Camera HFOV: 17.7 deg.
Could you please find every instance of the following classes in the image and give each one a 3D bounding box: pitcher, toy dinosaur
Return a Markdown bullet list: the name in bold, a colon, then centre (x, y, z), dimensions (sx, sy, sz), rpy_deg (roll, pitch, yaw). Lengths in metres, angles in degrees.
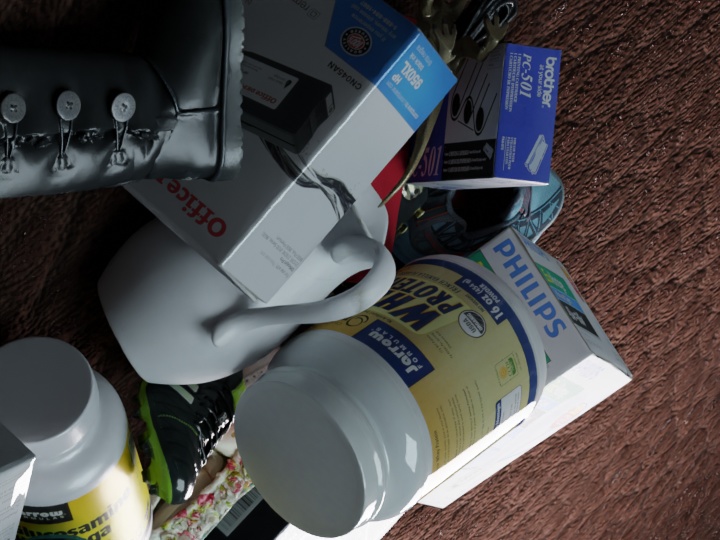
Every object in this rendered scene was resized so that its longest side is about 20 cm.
- **pitcher**: centre (-0.073, 0.009, 1.582), dimensions (0.200, 0.172, 0.121), rpy_deg (-27, 116, 5)
- **toy dinosaur**: centre (0.053, -0.145, 1.590), dimensions (0.058, 0.201, 0.101), rpy_deg (10, 157, -23)

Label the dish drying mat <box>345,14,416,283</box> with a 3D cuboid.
- **dish drying mat**: centre (0.012, -0.089, 1.693), dimensions (0.077, 0.018, 0.201), rpy_deg (11, 87, -61)

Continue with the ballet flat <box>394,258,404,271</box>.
- **ballet flat**: centre (0.066, 0.004, 1.947), dimensions (0.200, 0.068, 0.068), rpy_deg (-34, 160, -30)

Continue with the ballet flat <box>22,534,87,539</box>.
- **ballet flat**: centre (-0.248, 0.230, 1.618), dimensions (0.076, 0.200, 0.064), rpy_deg (40, 55, -28)

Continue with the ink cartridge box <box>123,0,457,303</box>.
- **ink cartridge box**: centre (-0.060, -0.102, 1.515), dimensions (0.200, 0.145, 0.084), rpy_deg (-50, 153, -2)

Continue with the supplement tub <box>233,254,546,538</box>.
- **supplement tub**: centre (0.021, 0.089, 1.639), dimensions (0.200, 0.144, 0.145), rpy_deg (-33, 149, -40)

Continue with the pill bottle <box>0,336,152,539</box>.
- **pill bottle**: centre (-0.212, 0.134, 1.617), dimensions (0.112, 0.112, 0.200), rpy_deg (-40, 152, -20)

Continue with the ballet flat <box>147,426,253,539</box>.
- **ballet flat**: centre (-0.123, 0.159, 1.833), dimensions (0.200, 0.076, 0.064), rpy_deg (-51, 129, -9)

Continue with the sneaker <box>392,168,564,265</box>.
- **sneaker**: centre (0.112, -0.050, 1.892), dimensions (0.200, 0.080, 0.095), rpy_deg (-19, 175, -44)

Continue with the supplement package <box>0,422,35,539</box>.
- **supplement package**: centre (-0.305, 0.181, 1.527), dimensions (0.109, 0.114, 0.200), rpy_deg (-24, 143, -44)

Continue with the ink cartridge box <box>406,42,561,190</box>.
- **ink cartridge box**: centre (0.085, -0.107, 1.651), dimensions (0.044, 0.200, 0.094), rpy_deg (6, 90, -16)

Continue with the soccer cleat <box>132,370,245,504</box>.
- **soccer cleat**: centre (-0.120, 0.099, 1.649), dimensions (0.081, 0.200, 0.068), rpy_deg (-6, 115, -3)

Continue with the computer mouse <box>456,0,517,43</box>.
- **computer mouse**: centre (0.090, -0.122, 1.845), dimensions (0.140, 0.046, 0.200), rpy_deg (-44, 154, -17)

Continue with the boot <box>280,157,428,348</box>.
- **boot**: centre (0.001, -0.001, 1.758), dimensions (0.154, 0.073, 0.204), rpy_deg (-40, 118, -29)

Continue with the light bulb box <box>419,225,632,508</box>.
- **light bulb box**: centre (0.093, 0.082, 1.869), dimensions (0.200, 0.125, 0.198), rpy_deg (-35, 164, 9)

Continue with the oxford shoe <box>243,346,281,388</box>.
- **oxford shoe**: centre (-0.089, 0.054, 1.788), dimensions (0.200, 0.071, 0.073), rpy_deg (-39, 128, -24)

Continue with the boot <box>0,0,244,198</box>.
- **boot**: centre (-0.169, -0.128, 1.391), dimensions (0.199, 0.066, 0.165), rpy_deg (-5, 90, -31)

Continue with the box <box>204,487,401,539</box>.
- **box**: centre (-0.079, 0.217, 1.953), dimensions (0.200, 0.104, 0.182), rpy_deg (-46, 155, -8)
